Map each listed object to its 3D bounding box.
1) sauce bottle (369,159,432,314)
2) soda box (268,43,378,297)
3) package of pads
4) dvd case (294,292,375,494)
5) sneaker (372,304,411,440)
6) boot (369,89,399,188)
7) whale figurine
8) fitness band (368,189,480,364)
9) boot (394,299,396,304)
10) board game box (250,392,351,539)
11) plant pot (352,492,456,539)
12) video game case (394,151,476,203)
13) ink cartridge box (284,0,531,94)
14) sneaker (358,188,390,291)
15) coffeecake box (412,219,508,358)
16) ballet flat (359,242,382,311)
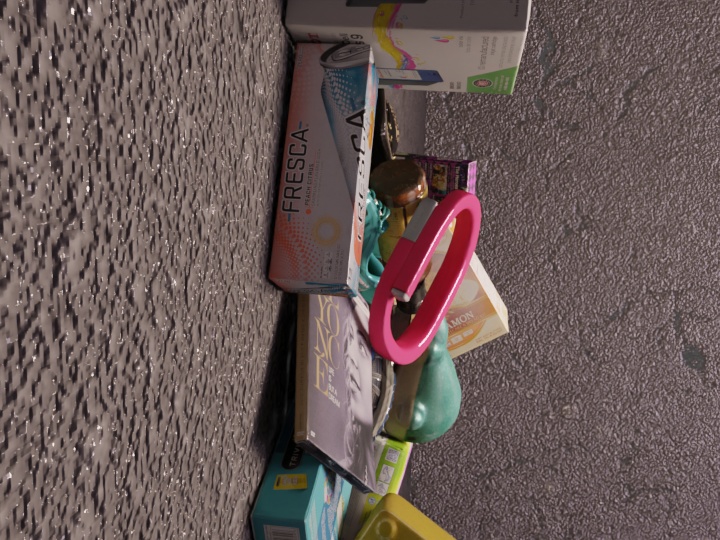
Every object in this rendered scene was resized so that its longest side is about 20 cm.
[{"bbox_3d":[0.050,-0.030,0.769,0.202,0.064,0.067,82,14,-45],"label":"sauce bottle"},{"bbox_3d":[-0.028,-0.083,0.566,0.064,0.067,0.205,54,40,-77],"label":"soda box"},{"bbox_3d":[0.016,0.300,0.927,0.200,0.067,0.158,47,62,-77],"label":"package of pads"},{"bbox_3d":[-0.020,0.084,0.623,0.149,0.016,0.203,54,27,-50],"label":"dvd case"},{"bbox_3d":[0.000,0.128,0.832,0.077,0.083,0.203,114,-8,-58],"label":"sneaker"},{"bbox_3d":[0.011,-0.140,0.841,0.151,0.071,0.205,-21,108,-81],"label":"boot"},{"bbox_3d":[0.091,0.140,0.879,0.161,0.102,0.202,-73,177,-46],"label":"whale figurine"},{"bbox_3d":[0.074,0.005,0.730,0.202,0.037,0.144,-60,151,-15],"label":"fitness band"},{"bbox_3d":[0.012,0.100,0.927,0.155,0.070,0.204,-68,162,-62],"label":"boot"},{"bbox_3d":[-0.045,0.205,0.626,0.201,0.046,0.154,-73,163,-60],"label":"board game box"},{"bbox_3d":[0.050,0.350,0.690,0.196,0.192,0.202,-49,149,-21],"label":"plant pot"},{"bbox_3d":[0.094,-0.082,1.077,0.036,0.178,0.205,-26,121,-51],"label":"video game case"},{"bbox_3d":[0.045,-0.223,0.593,0.145,0.195,0.090,37,60,-81],"label":"ink cartridge box"},{"bbox_3d":[-0.008,-0.064,0.686,0.078,0.078,0.203,-77,166,-50],"label":"sneaker"},{"bbox_3d":[0.109,0.027,1.011,0.202,0.152,0.073,57,21,-15],"label":"coffeecake box"},{"bbox_3d":[0.000,0.000,0.852,0.202,0.071,0.074,-87,175,-51],"label":"ballet flat"}]
